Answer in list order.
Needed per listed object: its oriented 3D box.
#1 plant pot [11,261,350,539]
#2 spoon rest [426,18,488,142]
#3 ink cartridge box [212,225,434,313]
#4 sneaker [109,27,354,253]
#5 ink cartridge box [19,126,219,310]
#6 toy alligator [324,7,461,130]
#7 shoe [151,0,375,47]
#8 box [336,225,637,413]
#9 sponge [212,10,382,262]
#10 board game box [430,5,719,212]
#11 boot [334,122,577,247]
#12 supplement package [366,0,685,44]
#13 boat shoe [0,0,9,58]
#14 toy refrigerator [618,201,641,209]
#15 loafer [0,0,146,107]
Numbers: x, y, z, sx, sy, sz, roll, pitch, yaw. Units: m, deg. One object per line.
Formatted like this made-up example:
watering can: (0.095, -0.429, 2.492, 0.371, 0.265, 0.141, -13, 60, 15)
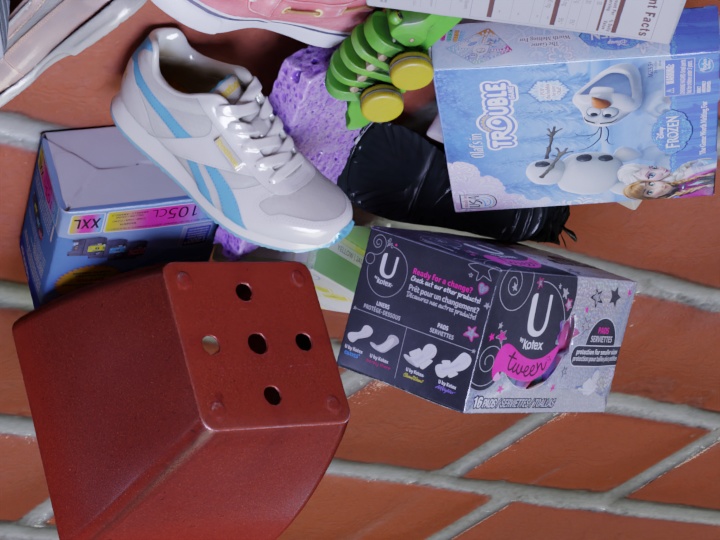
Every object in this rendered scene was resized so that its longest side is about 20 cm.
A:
plant pot: (-0.121, 0.091, 1.714, 0.199, 0.200, 0.176, 0, 155, -37)
spoon rest: (0.078, -0.163, 1.655, 0.099, 0.061, 0.200, 22, 156, 10)
ink cartridge box: (0.000, 0.000, 1.852, 0.200, 0.048, 0.145, 8, 167, 32)
sneaker: (-0.087, -0.089, 1.579, 0.077, 0.200, 0.081, -45, 167, -45)
ink cartridge box: (-0.187, -0.031, 1.757, 0.136, 0.076, 0.200, -7, 154, -19)
toy alligator: (0.026, -0.161, 1.530, 0.054, 0.059, 0.200, 13, 142, -28)
shoe: (-0.053, -0.205, 1.498, 0.200, 0.072, 0.091, 6, 146, -47)
box: (0.101, 0.038, 1.726, 0.132, 0.115, 0.200, 19, -171, 37)
sponge: (-0.039, -0.099, 1.671, 0.111, 0.030, 0.200, -32, 158, -41)
board game box: (0.157, -0.112, 1.622, 0.199, 0.043, 0.200, -3, 152, 7)
boot: (0.078, -0.068, 1.813, 0.198, 0.074, 0.162, 18, -173, 12)
supplement package: (0.110, -0.231, 1.412, 0.199, 0.117, 0.117, 6, 153, -1)
boat shoe: (-0.258, -0.207, 1.389, 0.067, 0.074, 0.200, 0, 143, 0)
toy refrigerator: (0.192, -0.131, 1.751, 0.070, 0.076, 0.200, -55, 157, -13)
loafer: (-0.228, -0.159, 1.508, 0.200, 0.072, 0.063, -30, 107, 25)
